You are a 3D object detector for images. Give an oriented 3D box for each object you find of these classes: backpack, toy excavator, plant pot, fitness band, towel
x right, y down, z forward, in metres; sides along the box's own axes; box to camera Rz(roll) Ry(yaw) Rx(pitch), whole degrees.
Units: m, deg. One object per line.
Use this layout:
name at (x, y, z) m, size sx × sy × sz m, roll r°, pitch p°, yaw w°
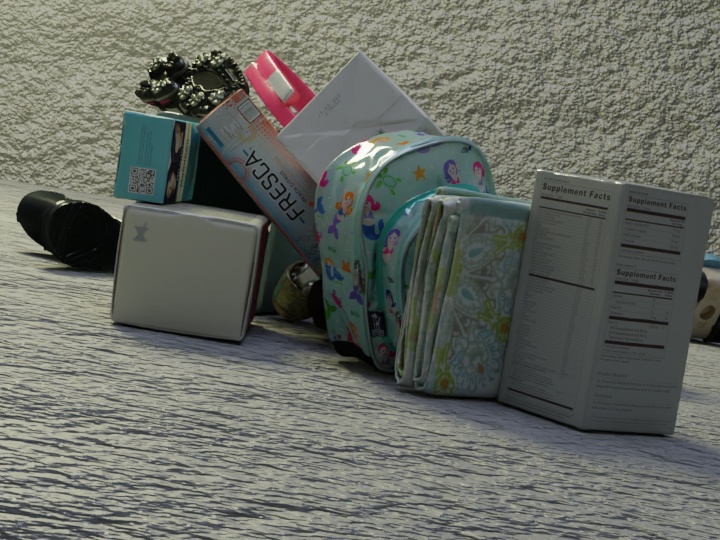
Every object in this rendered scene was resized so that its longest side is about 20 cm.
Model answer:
backpack at (0.052, -0.022, 1.510) m, size 0.177 × 0.201 × 0.150 m, roll -19°, pitch 15°, yaw -31°
toy excavator at (0.461, 0.035, 2.513) m, size 0.099 × 0.195 × 0.200 m, roll 7°, pitch 32°, yaw -25°
plant pot at (-0.121, -0.056, 1.925) m, size 0.195 × 0.198 × 0.200 m, roll 12°, pitch 0°, yaw 31°
fitness band at (-0.059, -0.168, 1.855) m, size 0.144 × 0.037 × 0.200 m, roll 42°, pitch 10°, yaw -36°
towel at (0.121, 0.023, 1.447) m, size 0.199 × 0.172 × 0.048 m, roll 6°, pitch 6°, yaw -39°

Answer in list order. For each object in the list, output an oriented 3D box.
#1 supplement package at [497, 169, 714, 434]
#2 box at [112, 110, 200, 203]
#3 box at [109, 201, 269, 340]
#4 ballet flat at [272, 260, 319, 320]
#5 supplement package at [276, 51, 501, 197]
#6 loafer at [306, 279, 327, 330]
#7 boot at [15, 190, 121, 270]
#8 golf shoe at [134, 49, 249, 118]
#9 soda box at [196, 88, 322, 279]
supplement package at (0.204, 0.025, 1.408) m, size 0.109 × 0.201 × 0.114 m, roll 7°, pitch 5°, yaw -36°
box at (-0.197, -0.111, 1.665) m, size 0.049 × 0.083 × 0.200 m, roll 9°, pitch 4°, yaw 2°
box at (-0.159, -0.004, 1.610) m, size 0.127 × 0.110 × 0.200 m, roll 9°, pitch 4°, yaw -1°
ballet flat at (0.000, 0.000, 1.808) m, size 0.199 × 0.071 × 0.071 m, roll -17°, pitch 14°, yaw -21°
supplement package at (0.034, -0.099, 1.669) m, size 0.120 × 0.121 × 0.200 m, roll 47°, pitch 5°, yaw 34°
loafer at (-0.018, 0.041, 1.677) m, size 0.071 × 0.074 × 0.200 m, roll 1°, pitch -2°, yaw -4°
boot at (-0.357, -0.052, 2.019) m, size 0.167 × 0.077 × 0.200 m, roll 17°, pitch 0°, yaw 33°
golf shoe at (-0.171, -0.200, 1.917) m, size 0.088 × 0.077 × 0.200 m, roll 37°, pitch -12°, yaw -35°
soda box at (-0.081, -0.086, 1.716) m, size 0.200 × 0.063 × 0.068 m, roll 51°, pitch -3°, yaw 3°
